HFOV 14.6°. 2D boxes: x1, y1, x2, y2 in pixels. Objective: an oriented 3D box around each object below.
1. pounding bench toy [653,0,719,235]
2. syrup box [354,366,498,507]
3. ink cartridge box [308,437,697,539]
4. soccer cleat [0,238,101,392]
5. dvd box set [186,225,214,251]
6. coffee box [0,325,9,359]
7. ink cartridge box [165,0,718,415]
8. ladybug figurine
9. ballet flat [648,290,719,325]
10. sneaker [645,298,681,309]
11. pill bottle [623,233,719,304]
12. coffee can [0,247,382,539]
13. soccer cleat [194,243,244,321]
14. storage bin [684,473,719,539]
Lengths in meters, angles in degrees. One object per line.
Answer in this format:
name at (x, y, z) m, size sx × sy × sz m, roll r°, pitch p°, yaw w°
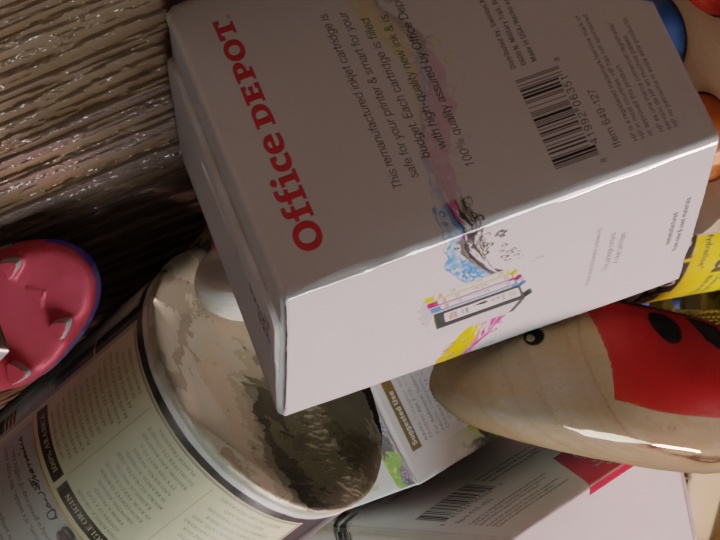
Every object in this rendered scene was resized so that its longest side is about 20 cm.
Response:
pounding bench toy at (0.223, -0.072, 1.303) m, size 0.155 × 0.201 × 0.124 m, roll -8°, pitch 154°, yaw -34°
syrup box at (0.050, 0.051, 1.479) m, size 0.199 × 0.082 × 0.079 m, roll -28°, pitch -178°, yaw -43°
ink cartridge box at (0.055, 0.144, 1.485) m, size 0.199 × 0.085 × 0.144 m, roll 0°, pitch -161°, yaw 43°
soccer cleat at (-0.193, 0.043, 1.364) m, size 0.200 × 0.067 × 0.076 m, roll -41°, pitch -179°, yaw 27°
dvd box set at (-0.057, 0.031, 1.488) m, size 0.146 × 0.030 × 0.200 m, roll -7°, pitch 153°, yaw -37°
coffee box at (-0.269, 0.030, 1.218) m, size 0.199 × 0.080 × 0.114 m, roll 2°, pitch 147°, yaw -46°
ink cartridge box at (0.031, -0.053, 1.231) m, size 0.199 × 0.148 × 0.145 m, roll -19°, pitch 158°, yaw -9°
ladybug figurine at (0.121, 0.050, 1.343) m, size 0.135 × 0.072 × 0.199 m, roll 16°, pitch -177°, yaw 44°
ballet flat at (0.162, 0.030, 1.478) m, size 0.199 × 0.076 × 0.068 m, roll 5°, pitch 154°, yaw -30°
sneaker at (0.142, 0.009, 1.580) m, size 0.082 × 0.074 × 0.200 m, roll -19°, pitch 156°, yaw -4°
pill bottle at (0.190, -0.047, 1.447) m, size 0.199 × 0.112 × 0.111 m, roll -10°, pitch 154°, yaw -31°
coffee can at (-0.108, 0.103, 1.373) m, size 0.200 × 0.147 × 0.146 m, roll -39°, pitch 153°, yaw 32°
soccer cleat at (0.000, 0.000, 1.363) m, size 0.199 × 0.069 × 0.078 m, roll -22°, pitch 127°, yaw -43°
storage bin at (0.150, 0.114, 1.658) m, size 0.199 × 0.094 × 0.198 m, roll 10°, pitch 178°, yaw 34°
